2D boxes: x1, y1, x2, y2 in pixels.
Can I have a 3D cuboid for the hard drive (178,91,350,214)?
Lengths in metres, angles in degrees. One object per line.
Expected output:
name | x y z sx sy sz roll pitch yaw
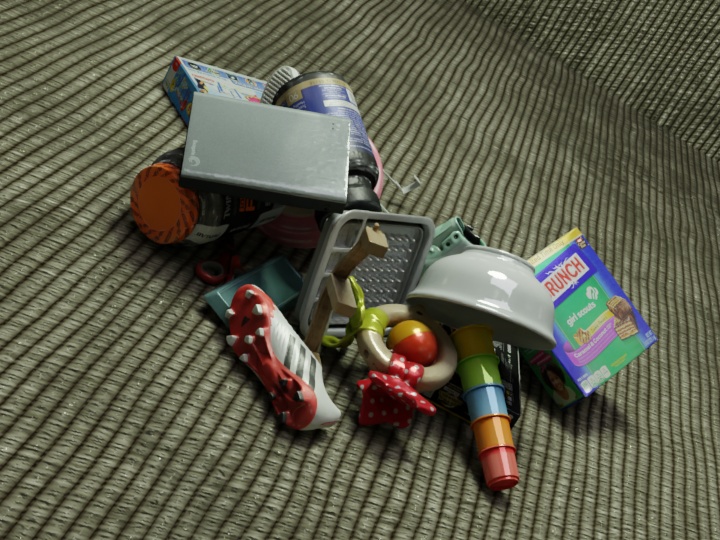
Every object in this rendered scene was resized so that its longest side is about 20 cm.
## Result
hard drive | -0.113 -0.142 1.575 0.198 0.033 0.140 9 51 -8

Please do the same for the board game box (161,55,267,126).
board game box | -0.179 -0.232 1.993 0.199 0.056 0.196 11 32 -39

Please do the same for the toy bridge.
toy bridge | -0.023 0.027 1.525 0.027 0.201 0.067 19 27 -20

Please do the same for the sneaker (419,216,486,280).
sneaker | 0.084 -0.048 1.890 0.199 0.119 0.074 24 27 -14

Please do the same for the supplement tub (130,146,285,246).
supplement tub | -0.189 -0.100 1.646 0.122 0.123 0.200 40 32 18

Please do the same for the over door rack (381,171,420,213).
over door rack | 0.026 -0.114 1.996 0.199 0.067 0.148 29 32 -40

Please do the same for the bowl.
bowl | 0.163 0.027 1.648 0.199 0.091 0.201 17 -10 3

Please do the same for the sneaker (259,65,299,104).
sneaker | -0.091 -0.191 1.910 0.072 0.202 0.114 -1 -6 40

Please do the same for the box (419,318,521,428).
box | 0.133 0.120 1.722 0.159 0.050 0.200 26 25 -8

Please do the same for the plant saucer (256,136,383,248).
plant saucer | -0.070 -0.130 1.778 0.201 0.200 0.051 45 -11 25

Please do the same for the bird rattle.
bird rattle | 0.048 0.095 1.562 0.162 0.113 0.200 -8 41 -35

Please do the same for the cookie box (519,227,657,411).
cookie box | 0.293 0.066 1.837 0.171 0.075 0.201 -31 82 -33

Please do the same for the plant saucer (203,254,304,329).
plant saucer | -0.121 0.028 1.608 0.070 0.019 0.200 50 27 3

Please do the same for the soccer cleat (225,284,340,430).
soccer cleat | -0.088 0.100 1.480 0.085 0.069 0.201 19 31 -50

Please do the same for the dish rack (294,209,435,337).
dish rack | 0.000 0.000 1.654 0.043 0.173 0.199 31 19 38

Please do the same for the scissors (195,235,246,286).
scissors | -0.162 -0.018 1.672 0.073 0.014 0.200 28 24 -5

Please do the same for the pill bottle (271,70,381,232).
pill bottle | -0.040 -0.149 1.691 0.111 0.112 0.201 9 52 -41

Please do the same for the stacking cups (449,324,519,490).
stacking cups | 0.151 0.165 1.579 0.060 0.060 0.201 15 51 -33
